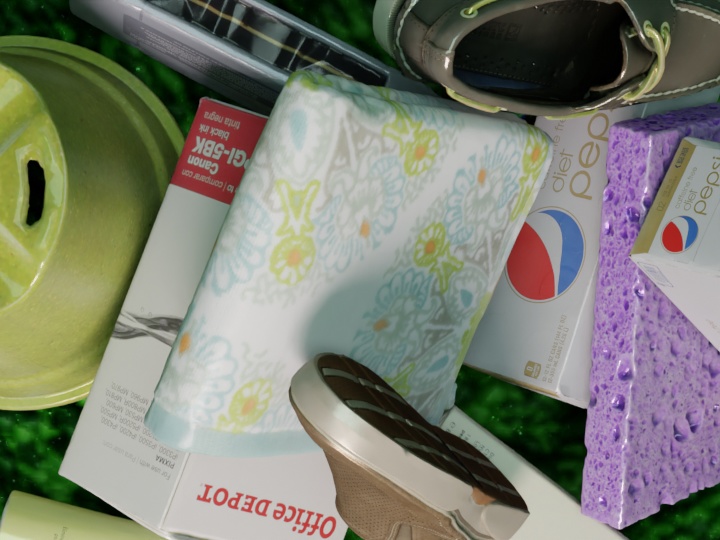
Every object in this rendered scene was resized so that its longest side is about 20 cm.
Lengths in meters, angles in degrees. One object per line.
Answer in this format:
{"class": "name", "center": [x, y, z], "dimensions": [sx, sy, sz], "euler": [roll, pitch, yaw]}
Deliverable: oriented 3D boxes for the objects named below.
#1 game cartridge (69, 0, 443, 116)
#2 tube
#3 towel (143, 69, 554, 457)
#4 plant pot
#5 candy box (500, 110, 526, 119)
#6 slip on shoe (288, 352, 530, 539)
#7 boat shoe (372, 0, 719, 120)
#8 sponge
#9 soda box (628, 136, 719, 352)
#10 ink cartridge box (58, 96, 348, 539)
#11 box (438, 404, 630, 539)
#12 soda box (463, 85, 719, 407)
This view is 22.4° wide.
{"class": "game cartridge", "center": [-0.054, -0.108, 0.924], "dimensions": [0.199, 0.133, 0.041], "euler": [27, 82, -7]}
{"class": "tube", "center": [-0.097, 0.167, 0.962], "dimensions": [0.198, 0.058, 0.052], "euler": [18, 53, -7]}
{"class": "towel", "center": [0.000, 0.000, 0.830], "dimensions": [0.048, 0.199, 0.173], "euler": [30, 106, 33]}
{"class": "plant pot", "center": [-0.187, -0.032, 0.883], "dimensions": [0.198, 0.184, 0.203], "euler": [0, 86, 3]}
{"class": "candy box", "center": [0.100, -0.198, 0.926], "dimensions": [0.199, 0.077, 0.169], "euler": [-37, 55, -2]}
{"class": "slip on shoe", "center": [0.014, 0.096, 0.825], "dimensions": [0.061, 0.200, 0.076], "euler": [-43, 62, 5]}
{"class": "boat shoe", "center": [0.104, -0.103, 0.835], "dimensions": [0.200, 0.060, 0.073], "euler": [0, 121, -30]}
{"class": "sponge", "center": [0.159, 0.020, 0.919], "dimensions": [0.030, 0.111, 0.202], "euler": [15, 109, 40]}
{"class": "soda box", "center": [0.212, 0.013, 0.906], "dimensions": [0.063, 0.200, 0.069], "euler": [16, 74, 40]}
{"class": "ink cartridge box", "center": [-0.046, 0.035, 0.911], "dimensions": [0.082, 0.146, 0.202], "euler": [20, 87, 37]}
{"class": "box", "center": [0.103, 0.155, 0.955], "dimensions": [0.199, 0.082, 0.069], "euler": [38, 87, 0]}
{"class": "soda box", "center": [0.124, -0.033, 0.950], "dimensions": [0.068, 0.063, 0.202], "euler": [16, 88, 43]}
